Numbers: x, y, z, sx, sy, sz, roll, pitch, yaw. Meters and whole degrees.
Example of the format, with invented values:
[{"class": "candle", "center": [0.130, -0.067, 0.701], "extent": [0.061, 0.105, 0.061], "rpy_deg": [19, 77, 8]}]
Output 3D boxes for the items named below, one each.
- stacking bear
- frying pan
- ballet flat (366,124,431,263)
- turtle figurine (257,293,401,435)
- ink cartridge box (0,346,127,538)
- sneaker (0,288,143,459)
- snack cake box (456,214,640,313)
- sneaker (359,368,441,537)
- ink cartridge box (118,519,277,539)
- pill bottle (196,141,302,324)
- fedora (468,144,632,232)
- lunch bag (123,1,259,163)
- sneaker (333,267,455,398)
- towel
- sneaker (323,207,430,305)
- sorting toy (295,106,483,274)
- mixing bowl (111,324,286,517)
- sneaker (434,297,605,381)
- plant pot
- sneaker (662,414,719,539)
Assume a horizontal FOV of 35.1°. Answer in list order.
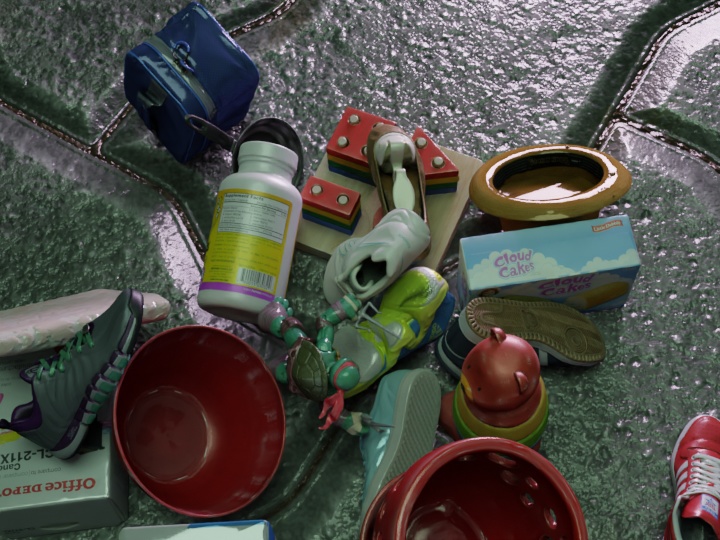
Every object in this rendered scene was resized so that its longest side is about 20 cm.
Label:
[{"class": "stacking bear", "center": [0.145, 0.136, 1.204], "extent": [0.112, 0.201, 0.123], "rpy_deg": [-14, 60, -5]}, {"class": "frying pan", "center": [-0.147, -0.132, 1.407], "extent": [0.188, 0.117, 0.031], "rpy_deg": [-5, 13, -41]}, {"class": "ballet flat", "center": [0.045, -0.106, 1.339], "extent": [0.066, 0.073, 0.203], "rpy_deg": [-6, 61, -1]}, {"class": "turtle figurine", "center": [-0.038, 0.098, 1.229], "extent": [0.199, 0.099, 0.153], "rpy_deg": [16, 101, 51]}, {"class": "ink cartridge box", "center": [-0.338, 0.181, 1.274], "extent": [0.143, 0.083, 0.203], "rpy_deg": [-7, 60, -1]}, {"class": "sneaker", "center": [-0.295, 0.099, 1.166], "extent": [0.087, 0.075, 0.202], "rpy_deg": [25, 103, -23]}, {"class": "snack cake box", "center": [0.213, 0.004, 1.321], "extent": [0.196, 0.115, 0.068], "rpy_deg": [-9, 65, -1]}, {"class": "sneaker", "center": [0.031, 0.207, 1.260], "extent": [0.081, 0.073, 0.203], "rpy_deg": [-3, 63, 52]}, {"class": "ink cartridge box", "center": [-0.148, 0.316, 1.123], "extent": [0.141, 0.201, 0.086], "rpy_deg": [-4, 64, 2]}, {"class": "pill bottle", "center": [-0.126, -0.045, 1.351], "extent": [0.102, 0.104, 0.204], "rpy_deg": [8, 77, 8]}, {"class": "fedora", "center": [0.227, -0.082, 1.372], "extent": [0.196, 0.083, 0.202], "rpy_deg": [-5, 30, 3]}, {"class": "lunch bag", "center": [-0.220, -0.228, 1.427], "extent": [0.132, 0.200, 0.136], "rpy_deg": [-43, 88, -17]}, {"class": "sneaker", "center": [0.037, 0.086, 1.317], "extent": [0.200, 0.105, 0.076], "rpy_deg": [-42, 56, 15]}, {"class": "towel", "center": [-0.338, 0.057, 1.270], "extent": [0.197, 0.190, 0.033], "rpy_deg": [-15, 100, -35]}, {"class": "sneaker", "center": [0.000, 0.000, 1.294], "extent": [0.070, 0.200, 0.080], "rpy_deg": [43, 54, -4]}, {"class": "sorting toy", "center": [0.030, -0.100, 1.418], "extent": [0.196, 0.070, 0.202], "rpy_deg": [20, 64, 14]}, {"class": "mixing bowl", "center": [-0.190, 0.170, 1.237], "extent": [0.197, 0.108, 0.204], "rpy_deg": [11, 69, -29]}, {"class": "sneaker", "center": [0.179, 0.089, 1.313], "extent": [0.197, 0.109, 0.071], "rpy_deg": [11, 53, -26]}, {"class": "plant pot", "center": [0.102, 0.277, 1.121], "extent": [0.196, 0.183, 0.204], "rpy_deg": [4, 73, -13]}, {"class": "sneaker", "center": [0.359, 0.229, 1.190], "extent": [0.070, 0.113, 0.203], "rpy_deg": [14, 62, 11]}]
